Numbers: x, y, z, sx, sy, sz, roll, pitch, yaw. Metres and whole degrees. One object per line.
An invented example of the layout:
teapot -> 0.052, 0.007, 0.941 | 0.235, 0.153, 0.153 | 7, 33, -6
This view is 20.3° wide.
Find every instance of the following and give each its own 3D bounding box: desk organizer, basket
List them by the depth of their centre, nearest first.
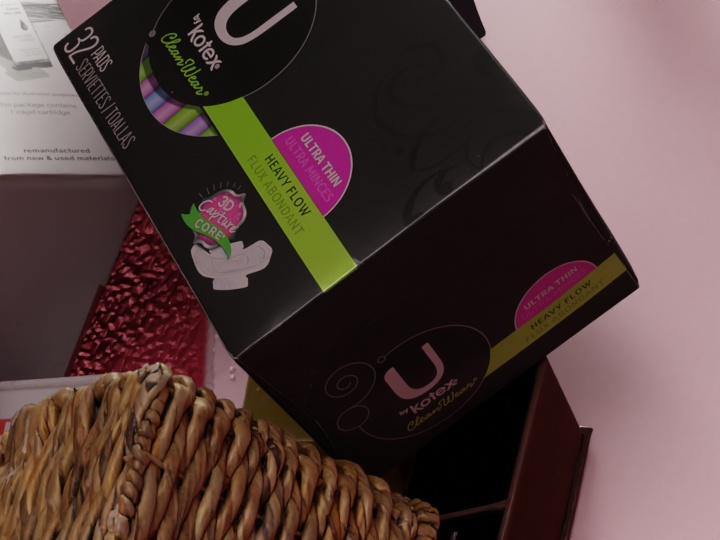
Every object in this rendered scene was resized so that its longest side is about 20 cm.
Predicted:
basket -> -0.080, 0.160, 0.759 | 0.142, 0.148, 0.202 | -21, 48, 47
desk organizer -> 0.034, 0.136, 0.819 | 0.071, 0.077, 0.202 | 5, 63, 22

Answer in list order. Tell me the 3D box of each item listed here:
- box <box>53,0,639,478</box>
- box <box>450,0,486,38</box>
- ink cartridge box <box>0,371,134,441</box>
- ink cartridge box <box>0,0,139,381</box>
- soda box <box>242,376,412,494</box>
box -> -0.008, -0.044, 0.830 | 0.148, 0.124, 0.200 | -37, 50, 2
box -> -0.040, -0.209, 0.975 | 0.103, 0.200, 0.183 | -28, 54, 0
ink cartridge box -> -0.154, 0.152, 0.876 | 0.144, 0.085, 0.202 | -5, 58, 17
ink cartridge box -> -0.191, -0.058, 0.967 | 0.082, 0.147, 0.201 | -2, 44, -33
soda box -> 0.000, 0.000, 0.920 | 0.067, 0.064, 0.202 | -2, 60, 21
